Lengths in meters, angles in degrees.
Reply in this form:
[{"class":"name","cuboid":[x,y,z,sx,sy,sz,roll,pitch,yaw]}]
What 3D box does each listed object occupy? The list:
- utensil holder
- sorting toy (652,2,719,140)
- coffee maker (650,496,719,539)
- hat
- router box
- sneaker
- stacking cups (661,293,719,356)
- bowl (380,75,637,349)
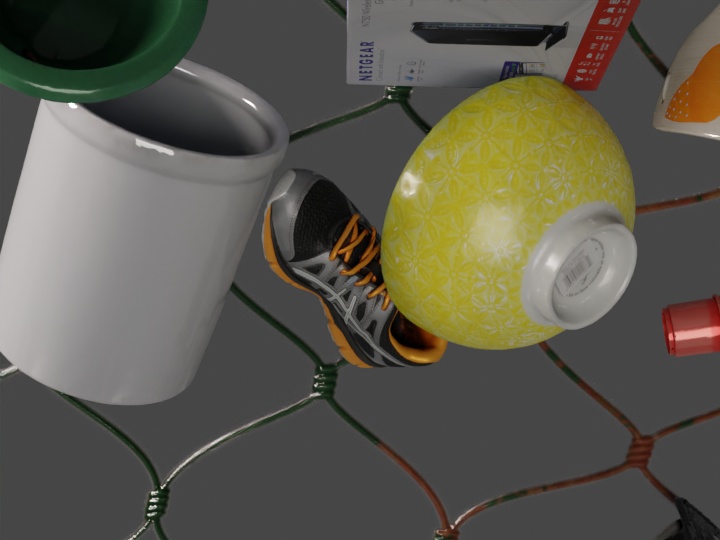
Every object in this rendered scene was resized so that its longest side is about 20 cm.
[{"class":"utensil holder","cuboid":[-0.160,-0.033,1.008,0.169,0.170,0.200,19,115,-8]},{"class":"sorting toy","cuboid":[0.322,-0.156,0.962,0.199,0.107,0.181,14,94,-6]},{"class":"coffee maker","cuboid":[0.216,0.298,1.132,0.200,0.192,0.135,-44,78,15]},{"class":"hat","cuboid":[-0.201,-0.162,0.964,0.165,0.176,0.200,-30,78,-21]},{"class":"router box","cuboid":[0.080,-0.173,0.931,0.179,0.200,0.049,1,77,0]},{"class":"sneaker","cuboid":[0.000,0.000,1.038,0.077,0.078,0.200,10,149,41]},{"class":"stacking cups","cuboid":[0.330,0.034,1.093,0.199,0.061,0.061,-9,113,9]},{"class":"bowl","cuboid":[0.123,-0.020,0.987,0.200,0.108,0.201,-21,130,-28]}]
